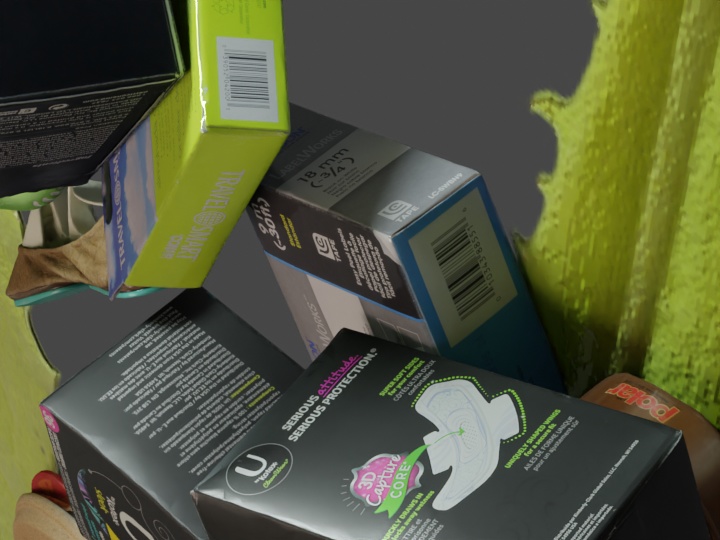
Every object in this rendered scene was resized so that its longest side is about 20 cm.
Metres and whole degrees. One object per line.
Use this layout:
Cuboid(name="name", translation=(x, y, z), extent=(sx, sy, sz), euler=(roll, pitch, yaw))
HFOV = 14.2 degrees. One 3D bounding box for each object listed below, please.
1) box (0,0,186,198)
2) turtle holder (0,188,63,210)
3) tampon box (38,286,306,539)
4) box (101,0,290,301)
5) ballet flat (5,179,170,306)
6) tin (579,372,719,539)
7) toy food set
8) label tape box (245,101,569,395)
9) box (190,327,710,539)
Cuboid(name="box", translation=(-0.181, -0.152, 1.392), extent=(0.197, 0.124, 0.201), euler=(142, 117, -70))
Cuboid(name="turtle holder", translation=(-0.259, -0.095, 1.707), extent=(0.186, 0.141, 0.132), euler=(45, 142, 40))
Cuboid(name="tampon box", translation=(-0.068, 0.137, 1.696), extent=(0.200, 0.126, 0.150), euler=(38, 155, 31))
Cuboid(name="box", translation=(-0.083, -0.076, 1.399), extent=(0.200, 0.047, 0.122), euler=(126, 144, -61))
Cuboid(name="ballet flat", translation=(-0.167, -0.018, 1.754), extent=(0.200, 0.068, 0.073), euler=(-5, 100, 64))
Cuboid(name="tin", translation=(0.151, 0.133, 1.382), extent=(0.112, 0.042, 0.200), euler=(24, 145, 42))
Cuboid(name="toy food set", translation=(-0.197, 0.243, 2.218), extent=(0.198, 0.049, 0.200), euler=(52, 159, 1))
Cuboid(name="label tape box", translation=(0.000, 0.000, 1.439), extent=(0.200, 0.063, 0.144), euler=(23, 144, 50))
Cuboid(name="box", translation=(0.049, 0.139, 1.333), extent=(0.200, 0.124, 0.149), euler=(17, 140, 37))
